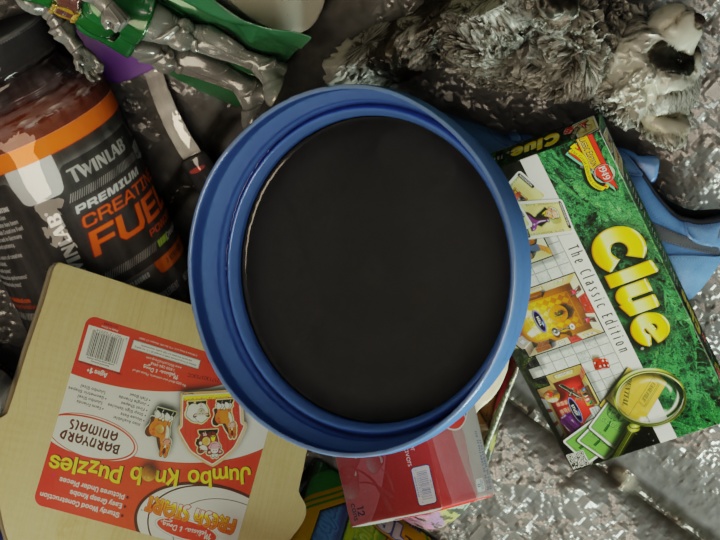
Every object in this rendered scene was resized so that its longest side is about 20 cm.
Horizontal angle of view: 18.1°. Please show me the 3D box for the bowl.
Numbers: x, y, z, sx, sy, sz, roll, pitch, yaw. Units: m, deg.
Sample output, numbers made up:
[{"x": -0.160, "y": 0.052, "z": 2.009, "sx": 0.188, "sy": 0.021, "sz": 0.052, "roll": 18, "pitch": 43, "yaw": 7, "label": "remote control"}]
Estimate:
[{"x": 0.000, "y": 0.000, "z": 1.226, "sx": 0.200, "sy": 0.039, "sz": 0.201, "roll": 1, "pitch": 92, "yaw": 27, "label": "bowl"}]

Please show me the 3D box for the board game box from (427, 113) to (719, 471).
[{"x": 0.126, "y": 0.016, "z": 1.260, "sx": 0.105, "sy": 0.023, "sz": 0.200, "roll": -21, "pitch": 115, "yaw": 17, "label": "board game box"}]

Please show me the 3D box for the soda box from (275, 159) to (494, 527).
[{"x": 0.015, "y": 0.040, "z": 1.282, "sx": 0.063, "sy": 0.070, "sz": 0.201, "roll": -15, "pitch": 85, "yaw": 30, "label": "soda box"}]

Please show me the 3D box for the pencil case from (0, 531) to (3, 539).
[{"x": -0.187, "y": 0.165, "z": 1.348, "sx": 0.087, "sy": 0.200, "sz": 0.078, "roll": -22, "pitch": 117, "yaw": 7, "label": "pencil case"}]

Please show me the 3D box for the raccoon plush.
[{"x": 0.096, "y": -0.113, "z": 1.261, "sx": 0.200, "sy": 0.097, "sz": 0.134, "roll": -16, "pitch": 123, "yaw": 40, "label": "raccoon plush"}]

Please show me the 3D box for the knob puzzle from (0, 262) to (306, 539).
[{"x": -0.124, "y": 0.116, "z": 1.276, "sx": 0.219, "sy": 0.030, "sz": 0.220, "roll": -1, "pitch": 91, "yaw": -26, "label": "knob puzzle"}]

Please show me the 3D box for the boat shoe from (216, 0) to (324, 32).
[{"x": -0.106, "y": -0.192, "z": 1.238, "sx": 0.200, "sy": 0.068, "sz": 0.072, "roll": 27, "pitch": 75, "yaw": -36, "label": "boat shoe"}]

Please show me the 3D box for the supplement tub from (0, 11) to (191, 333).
[{"x": -0.174, "y": -0.045, "z": 1.303, "sx": 0.107, "sy": 0.107, "sz": 0.200, "roll": -19, "pitch": 109, "yaw": 16, "label": "supplement tub"}]

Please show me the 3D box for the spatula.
[{"x": -0.106, "y": -0.082, "z": 1.323, "sx": 0.056, "sy": 0.021, "sz": 0.200, "roll": -24, "pitch": 108, "yaw": 19, "label": "spatula"}]

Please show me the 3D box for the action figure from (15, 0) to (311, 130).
[{"x": -0.137, "y": -0.142, "z": 1.237, "sx": 0.200, "sy": 0.055, "sz": 0.118, "roll": 25, "pitch": 154, "yaw": -11, "label": "action figure"}]

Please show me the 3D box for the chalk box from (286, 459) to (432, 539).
[{"x": -0.027, "y": 0.232, "z": 1.347, "sx": 0.124, "sy": 0.200, "sz": 0.125, "roll": 35, "pitch": 114, "yaw": -7, "label": "chalk box"}]

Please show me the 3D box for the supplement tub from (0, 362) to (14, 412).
[{"x": -0.320, "y": 0.073, "z": 1.369, "sx": 0.200, "sy": 0.123, "sz": 0.123, "roll": 26, "pitch": 115, "yaw": -2, "label": "supplement tub"}]

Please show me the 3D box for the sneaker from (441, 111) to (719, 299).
[{"x": 0.117, "y": -0.052, "z": 1.281, "sx": 0.200, "sy": 0.066, "sz": 0.079, "roll": 29, "pitch": 106, "yaw": -5, "label": "sneaker"}]

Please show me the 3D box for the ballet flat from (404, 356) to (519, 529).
[{"x": 0.057, "y": 0.080, "z": 1.339, "sx": 0.069, "sy": 0.071, "sz": 0.200, "roll": 18, "pitch": 115, "yaw": -4, "label": "ballet flat"}]
